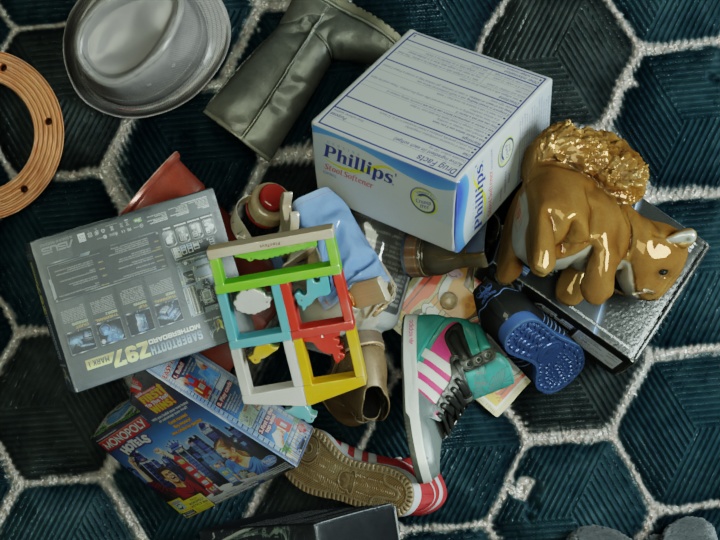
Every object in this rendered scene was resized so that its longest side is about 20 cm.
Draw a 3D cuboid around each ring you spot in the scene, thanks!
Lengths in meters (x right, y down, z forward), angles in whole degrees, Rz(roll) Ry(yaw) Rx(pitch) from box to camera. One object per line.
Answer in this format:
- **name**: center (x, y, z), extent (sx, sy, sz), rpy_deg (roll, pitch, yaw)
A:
- **ring**: center (-0.440, -0.156, 1.797), extent (0.199, 0.019, 0.202), rpy_deg (0, 87, 1)

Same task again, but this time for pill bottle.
- **pill bottle**: center (0.000, 0.000, 1.729), extent (0.112, 0.113, 0.201), rpy_deg (16, 87, 2)

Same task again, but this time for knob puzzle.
- **knob puzzle**: center (0.154, 0.035, 1.764), extent (0.218, 0.030, 0.222), rpy_deg (0, 86, 2)

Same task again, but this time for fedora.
- **fedora**: center (-0.250, -0.270, 1.762), extent (0.199, 0.090, 0.178), rpy_deg (-32, 87, -1)

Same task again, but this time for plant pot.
- **plant pot**: center (-0.189, 0.009, 1.703), extent (0.195, 0.201, 0.201), rpy_deg (39, 88, -4)

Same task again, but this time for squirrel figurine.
- **squirrel figurine**: center (0.255, -0.059, 1.620), extent (0.185, 0.142, 0.202), rpy_deg (10, 77, -10)

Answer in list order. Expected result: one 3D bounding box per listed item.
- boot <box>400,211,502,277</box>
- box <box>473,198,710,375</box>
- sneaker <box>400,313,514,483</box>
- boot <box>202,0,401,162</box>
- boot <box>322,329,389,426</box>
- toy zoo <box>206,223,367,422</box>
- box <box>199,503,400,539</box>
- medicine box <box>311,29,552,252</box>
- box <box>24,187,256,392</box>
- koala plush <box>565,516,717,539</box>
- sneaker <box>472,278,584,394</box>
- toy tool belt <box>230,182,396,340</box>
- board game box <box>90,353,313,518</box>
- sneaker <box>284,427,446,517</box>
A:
- **boot**: center (0.125, -0.063, 1.702), extent (0.096, 0.075, 0.201), rpy_deg (1, 43, 31)
- **box**: center (0.255, -0.010, 1.720), extent (0.199, 0.086, 0.164), rpy_deg (36, 75, 3)
- **sneaker**: center (0.108, 0.134, 1.689), extent (0.120, 0.084, 0.201), rpy_deg (-5, 59, 7)
- **boot**: center (-0.057, -0.212, 1.764), extent (0.181, 0.073, 0.201), rpy_deg (32, 81, 17)
- **boot**: center (-0.002, 0.139, 1.677), extent (0.073, 0.200, 0.076), rpy_deg (-12, 66, -9)
- **toy zoo**: center (-0.070, 0.059, 1.562), extent (0.130, 0.020, 0.201), rpy_deg (-10, 109, 8)
- **box**: center (-0.055, 0.361, 1.658), extent (0.123, 0.196, 0.202), rpy_deg (-6, 85, -43)
- **medicine box**: center (0.077, -0.142, 1.647), extent (0.181, 0.103, 0.200), rpy_deg (24, 51, 26)
- **box**: center (-0.222, 0.019, 1.576), extent (0.199, 0.051, 0.159), rpy_deg (-19, 94, -18)
- **koala plush**: center (0.318, 0.391, 1.680), extent (0.176, 0.184, 0.202), rpy_deg (-5, 98, 2)
- **sneaker**: center (0.183, 0.069, 1.689), extent (0.070, 0.200, 0.078), rpy_deg (-39, 57, 4)
- **toy tool belt**: center (-0.041, -0.029, 1.614), extent (0.124, 0.123, 0.201), rpy_deg (-27, 76, -29)
- **board game box**: center (-0.190, 0.161, 1.681), extent (0.199, 0.062, 0.200), rpy_deg (-29, 115, 39)
- **sneaker**: center (0.004, 0.227, 1.745), extent (0.199, 0.112, 0.072), rpy_deg (20, 95, 33)
